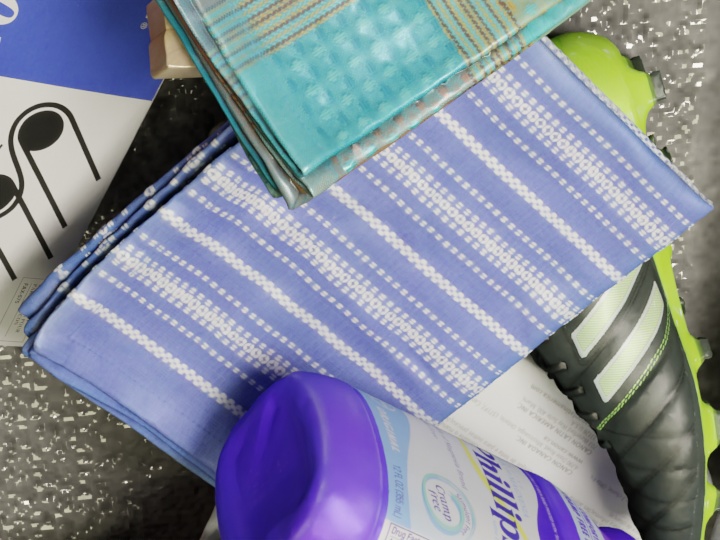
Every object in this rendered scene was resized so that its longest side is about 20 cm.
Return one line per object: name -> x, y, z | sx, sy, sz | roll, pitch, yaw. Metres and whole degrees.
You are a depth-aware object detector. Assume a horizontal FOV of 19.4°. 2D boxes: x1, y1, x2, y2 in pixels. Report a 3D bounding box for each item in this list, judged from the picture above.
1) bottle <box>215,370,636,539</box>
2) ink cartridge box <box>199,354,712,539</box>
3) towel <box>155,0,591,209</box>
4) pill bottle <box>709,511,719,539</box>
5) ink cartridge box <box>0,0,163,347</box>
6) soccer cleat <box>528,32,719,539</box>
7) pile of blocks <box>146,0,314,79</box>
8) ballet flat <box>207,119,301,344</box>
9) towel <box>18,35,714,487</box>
bottle -> 0.044, 0.105, 0.732 | 0.199, 0.084, 0.065 | 28, 116, -30
ink cartridge box -> 0.017, 0.106, 0.841 | 0.162, 0.050, 0.200 | 34, 111, -25
towel -> 0.019, -0.133, 0.627 | 0.200, 0.022, 0.147 | -35, 98, -16
pill bottle -> 0.205, 0.042, 0.790 | 0.113, 0.114, 0.201 | 7, 121, -12
ink cartridge box -> -0.118, -0.066, 0.700 | 0.094, 0.044, 0.201 | 6, 124, -42
soccer cleat -> 0.082, 0.015, 0.767 | 0.081, 0.068, 0.201 | -13, 101, -2
pile of blocks -> -0.007, -0.136, 0.662 | 0.082, 0.062, 0.200 | 46, 75, -10
ballet flat -> -0.020, -0.047, 0.735 | 0.064, 0.076, 0.201 | 30, 112, 14
towel -> 0.000, 0.000, 0.708 | 0.200, 0.024, 0.145 | -40, 120, 19
